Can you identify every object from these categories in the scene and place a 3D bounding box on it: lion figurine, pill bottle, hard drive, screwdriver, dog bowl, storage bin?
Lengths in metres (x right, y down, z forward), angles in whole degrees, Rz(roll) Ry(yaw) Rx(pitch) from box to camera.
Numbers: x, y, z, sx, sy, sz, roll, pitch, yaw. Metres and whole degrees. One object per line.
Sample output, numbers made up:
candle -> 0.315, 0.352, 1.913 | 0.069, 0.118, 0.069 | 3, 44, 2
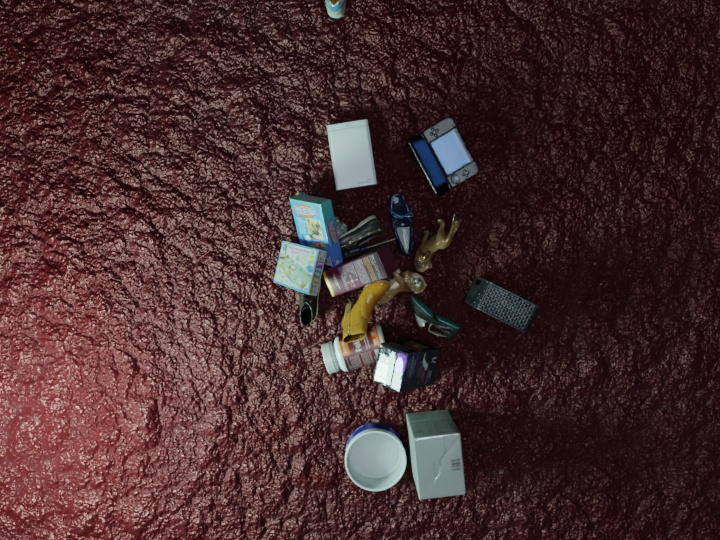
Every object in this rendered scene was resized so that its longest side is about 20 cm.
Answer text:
lion figurine -> 0.103, 0.055, 1.629 | 0.199, 0.073, 0.123 | -32, 108, 16
pill bottle -> -0.017, 0.252, 1.614 | 0.198, 0.114, 0.115 | -17, 95, 0
hard drive -> -0.027, -0.361, 1.602 | 0.130, 0.027, 0.203 | -9, 96, 0
screwdriver -> 0.032, -0.072, 1.589 | 0.198, 0.029, 0.028 | -14, 139, -25
lion figurine -> 0.229, -0.081, 1.563 | 0.072, 0.200, 0.123 | 25, 59, -8
dog bowl -> 0.048, 0.606, 1.666 | 0.197, 0.079, 0.203 | 0, 95, -1
storage bin -> 0.440, 0.106, 1.596 | 0.198, 0.135, 0.095 | 25, 94, -3

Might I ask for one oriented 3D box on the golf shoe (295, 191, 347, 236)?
golf shoe -> -0.137, -0.160, 1.597 | 0.200, 0.078, 0.097 | 40, 100, -3

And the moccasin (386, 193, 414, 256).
moccasin -> 0.139, -0.145, 1.603 | 0.080, 0.068, 0.202 | -17, 95, 1

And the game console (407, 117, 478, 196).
game console -> 0.257, -0.351, 1.562 | 0.175, 0.116, 0.201 | -29, 96, 2

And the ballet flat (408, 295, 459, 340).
ballet flat -> 0.224, 0.161, 1.636 | 0.199, 0.068, 0.069 | 34, 106, -4

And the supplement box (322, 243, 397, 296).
supplement box -> 0.000, 0.000, 1.559 | 0.198, 0.110, 0.086 | -20, 96, 26

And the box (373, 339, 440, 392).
box -> 0.145, 0.289, 1.571 | 0.105, 0.199, 0.124 | 16, 96, 38

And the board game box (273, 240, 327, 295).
board game box -> -0.187, -0.010, 1.553 | 0.034, 0.199, 0.136 | 12, 92, -41

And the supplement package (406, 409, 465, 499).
supplement package -> 0.232, 0.569, 1.605 | 0.145, 0.200, 0.194 | -6, 96, -1

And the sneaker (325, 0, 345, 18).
sneaker -> -0.068, -0.873, 1.527 | 0.075, 0.081, 0.203 | 1, 94, 1

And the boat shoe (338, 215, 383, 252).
boat shoe -> -0.020, -0.092, 1.598 | 0.200, 0.072, 0.061 | -36, 73, 1

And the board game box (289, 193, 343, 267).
board game box -> -0.133, -0.121, 1.535 | 0.045, 0.151, 0.202 | -31, 123, -35

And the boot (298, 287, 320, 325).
boot -> -0.162, 0.066, 1.583 | 0.076, 0.138, 0.203 | -8, 94, 0

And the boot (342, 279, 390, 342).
boot -> 0.019, 0.130, 1.552 | 0.070, 0.145, 0.201 | 31, 128, -29
